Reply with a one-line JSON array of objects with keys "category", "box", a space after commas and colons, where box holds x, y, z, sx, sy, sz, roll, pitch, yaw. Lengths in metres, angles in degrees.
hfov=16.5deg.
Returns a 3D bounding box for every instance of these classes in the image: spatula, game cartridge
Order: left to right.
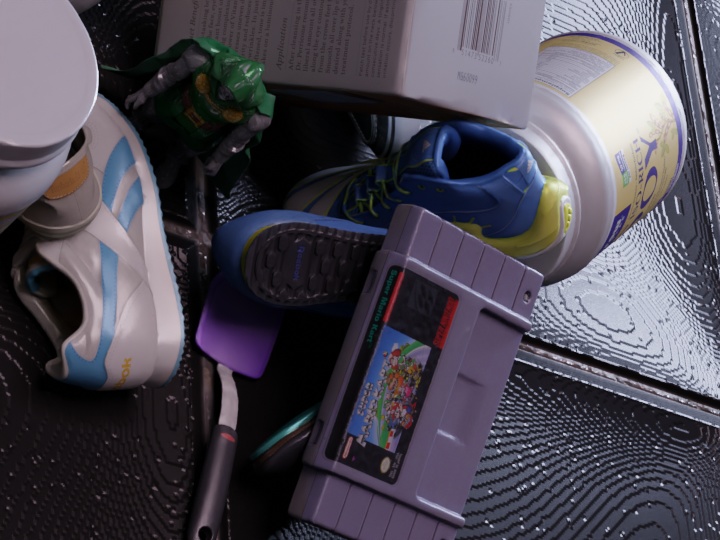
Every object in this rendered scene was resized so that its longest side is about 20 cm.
[{"category": "spatula", "box": [-0.083, 0.086, 1.511, 0.056, 0.021, 0.201, 30, 47, -26]}, {"category": "game cartridge", "box": [0.036, 0.074, 1.512, 0.129, 0.038, 0.201, 28, 79, -47]}]

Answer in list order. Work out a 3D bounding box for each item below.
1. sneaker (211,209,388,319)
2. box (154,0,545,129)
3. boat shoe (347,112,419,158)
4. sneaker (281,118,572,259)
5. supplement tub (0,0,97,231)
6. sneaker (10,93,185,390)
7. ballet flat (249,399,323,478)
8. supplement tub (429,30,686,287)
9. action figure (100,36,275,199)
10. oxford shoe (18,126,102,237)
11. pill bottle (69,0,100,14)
[{"category": "sneaker", "box": [0.000, 0.000, 1.562, 0.199, 0.078, 0.067, 12, 96, -26]}, {"category": "box", "box": [-0.006, -0.158, 1.574, 0.152, 0.199, 0.107, 8, 90, -53]}, {"category": "boat shoe", "box": [-0.015, -0.162, 1.719, 0.070, 0.072, 0.201, -8, 65, -23]}, {"category": "sneaker", "box": [0.033, -0.060, 1.579, 0.105, 0.198, 0.076, 63, 33, -50]}, {"category": "supplement tub", "box": [-0.244, -0.071, 1.325, 0.145, 0.200, 0.146, 23, 49, -29]}, {"category": "sneaker", "box": [-0.167, -0.024, 1.472, 0.080, 0.077, 0.201, -1, 60, -33]}, {"category": "ballet flat", "box": [0.006, 0.091, 1.555, 0.073, 0.073, 0.200, 51, 39, -2]}, {"category": "supplement tub", "box": [0.127, -0.074, 1.705, 0.146, 0.145, 0.200, 53, 35, 1]}, {"category": "action figure", "box": [-0.098, -0.097, 1.491, 0.118, 0.200, 0.055, 42, 69, -9]}, {"category": "oxford shoe", "box": [-0.221, -0.102, 1.448, 0.075, 0.058, 0.200, -35, 65, -23]}, {"category": "pill bottle", "box": [-0.177, -0.226, 1.576, 0.104, 0.104, 0.200, 50, 41, -3]}]
